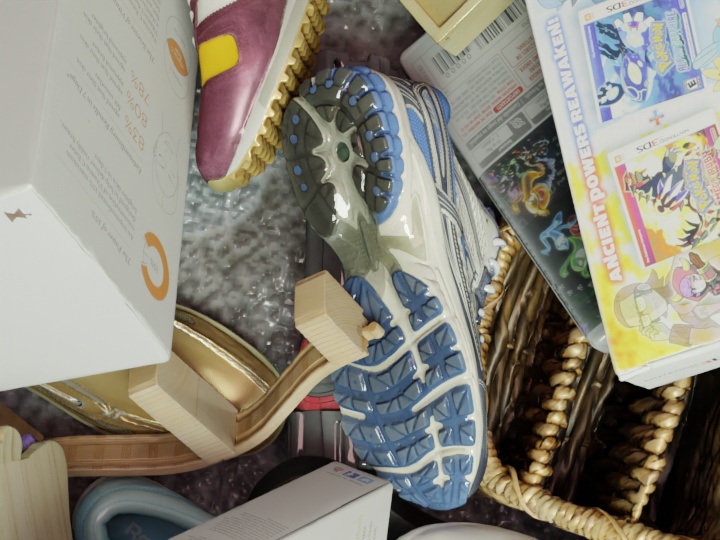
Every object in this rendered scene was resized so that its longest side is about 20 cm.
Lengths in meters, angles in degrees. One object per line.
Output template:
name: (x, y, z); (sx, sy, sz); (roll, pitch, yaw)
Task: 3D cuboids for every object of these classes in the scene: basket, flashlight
basket: (0.124, 0.023, 0.757); (0.143, 0.149, 0.200); (21, 85, -3)
flashlight: (0.000, 0.000, 0.793); (0.068, 0.068, 0.200); (4, 80, -13)

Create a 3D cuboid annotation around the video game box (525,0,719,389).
video game box: (0.170, -0.072, 0.665); (0.182, 0.047, 0.200); (-19, 69, 23)

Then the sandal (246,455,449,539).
sandal: (0.035, 0.153, 0.762); (0.200, 0.048, 0.075); (25, 115, -21)

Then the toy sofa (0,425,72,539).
toy sofa: (-0.165, 0.168, 0.665); (0.083, 0.098, 0.200); (-10, 88, 17)

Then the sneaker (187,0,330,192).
sneaker: (-0.058, -0.138, 0.744); (0.090, 0.075, 0.200); (16, 88, 4)

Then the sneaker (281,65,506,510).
sneaker: (0.033, 0.005, 0.733); (0.085, 0.077, 0.200); (-12, 92, -48)

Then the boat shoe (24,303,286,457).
boat shoe: (-0.128, 0.037, 0.769); (0.200, 0.076, 0.072); (20, 84, -4)

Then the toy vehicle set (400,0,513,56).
toy vehicle set: (0.026, -0.216, 0.776); (0.124, 0.027, 0.200); (-42, 70, 14)

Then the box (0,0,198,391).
box: (-0.141, -0.068, 0.700); (0.097, 0.124, 0.200); (-11, 53, 16)

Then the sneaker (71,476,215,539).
sneaker: (-0.052, 0.166, 0.763); (0.200, 0.082, 0.074); (31, 84, -2)

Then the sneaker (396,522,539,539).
sneaker: (0.109, 0.150, 0.707); (0.200, 0.089, 0.075); (21, 59, -13)

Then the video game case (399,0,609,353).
video game case: (0.136, -0.093, 0.730); (0.200, 0.023, 0.182); (-40, 61, 16)

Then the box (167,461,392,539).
box: (-0.059, 0.171, 0.649); (0.036, 0.200, 0.145); (16, 108, 32)

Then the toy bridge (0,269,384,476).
toy bridge: (-0.077, 0.060, 0.731); (0.200, 0.067, 0.027); (-22, 44, 22)
